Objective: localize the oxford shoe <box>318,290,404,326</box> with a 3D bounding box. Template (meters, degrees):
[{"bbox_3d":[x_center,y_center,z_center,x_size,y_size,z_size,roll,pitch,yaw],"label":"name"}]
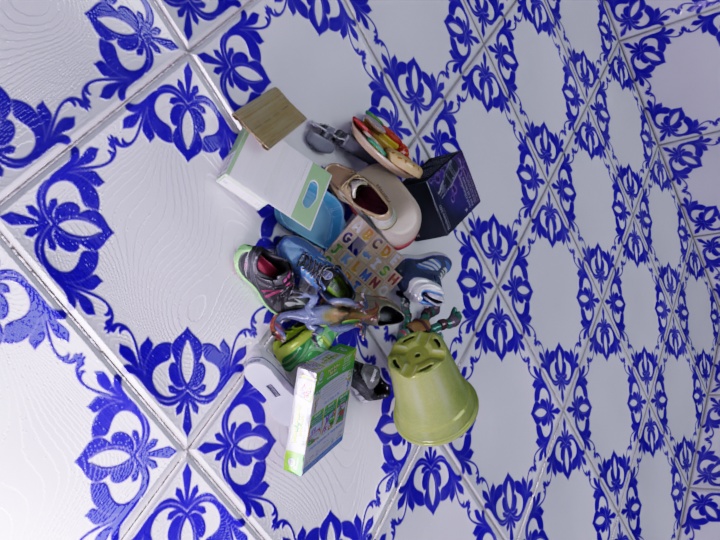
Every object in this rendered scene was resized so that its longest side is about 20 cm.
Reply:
[{"bbox_3d":[0.006,0.082,1.599,0.197,0.075,0.072,2,102,-31],"label":"oxford shoe"}]

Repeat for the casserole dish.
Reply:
[{"bbox_3d":[-0.109,-0.118,1.558,0.199,0.038,0.123,30,61,-43],"label":"casserole dish"}]

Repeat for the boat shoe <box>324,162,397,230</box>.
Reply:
[{"bbox_3d":[-0.002,-0.168,1.587,0.074,0.199,0.067,-49,163,-11],"label":"boat shoe"}]

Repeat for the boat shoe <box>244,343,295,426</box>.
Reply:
[{"bbox_3d":[-0.154,0.216,1.425,0.201,0.070,0.070,57,21,-35],"label":"boat shoe"}]

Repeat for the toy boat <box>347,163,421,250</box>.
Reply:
[{"bbox_3d":[0.046,-0.128,1.682,0.129,0.131,0.201,-28,69,-18],"label":"toy boat"}]

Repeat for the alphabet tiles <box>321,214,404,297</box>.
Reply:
[{"bbox_3d":[0.000,0.000,1.607,0.168,0.008,0.200,-48,127,3],"label":"alphabet tiles"}]

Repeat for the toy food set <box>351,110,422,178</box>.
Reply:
[{"bbox_3d":[0.056,-0.281,1.694,0.197,0.049,0.201,38,19,-12],"label":"toy food set"}]

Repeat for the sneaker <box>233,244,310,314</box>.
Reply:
[{"bbox_3d":[-0.158,0.025,1.440,0.200,0.083,0.078,44,54,-35],"label":"sneaker"}]

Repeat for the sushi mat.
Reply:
[{"bbox_3d":[-0.175,-0.299,1.474,0.096,0.012,0.200,46,33,-8],"label":"sushi mat"}]

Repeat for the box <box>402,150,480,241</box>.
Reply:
[{"bbox_3d":[0.193,-0.185,1.867,0.200,0.103,0.150,-44,116,-44],"label":"box"}]

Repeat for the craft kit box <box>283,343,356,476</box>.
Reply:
[{"bbox_3d":[-0.074,0.258,1.432,0.200,0.048,0.201,-18,122,-68],"label":"craft kit box"}]

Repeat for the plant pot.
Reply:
[{"bbox_3d":[0.141,0.240,1.628,0.201,0.197,0.186,-57,139,-37],"label":"plant pot"}]

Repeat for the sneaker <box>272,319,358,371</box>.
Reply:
[{"bbox_3d":[-0.088,0.135,1.508,0.198,0.074,0.085,-26,124,-29],"label":"sneaker"}]

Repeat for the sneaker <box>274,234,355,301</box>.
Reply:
[{"bbox_3d":[-0.083,-0.003,1.499,0.199,0.089,0.079,37,77,-17],"label":"sneaker"}]

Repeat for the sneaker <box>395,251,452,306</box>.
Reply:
[{"bbox_3d":[0.168,0.032,1.768,0.198,0.081,0.147,0,45,-41],"label":"sneaker"}]

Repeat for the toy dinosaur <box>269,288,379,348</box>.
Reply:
[{"bbox_3d":[-0.076,0.101,1.449,0.200,0.178,0.107,28,60,-68],"label":"toy dinosaur"}]

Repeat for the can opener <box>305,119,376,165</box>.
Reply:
[{"bbox_3d":[-0.045,-0.272,1.663,0.199,0.053,0.068,25,97,-44],"label":"can opener"}]

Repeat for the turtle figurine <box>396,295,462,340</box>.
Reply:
[{"bbox_3d":[0.142,0.125,1.762,0.198,0.101,0.150,-20,58,-45],"label":"turtle figurine"}]

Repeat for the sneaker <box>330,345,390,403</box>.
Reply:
[{"bbox_3d":[-0.004,0.214,1.578,0.200,0.090,0.067,44,53,-35],"label":"sneaker"}]

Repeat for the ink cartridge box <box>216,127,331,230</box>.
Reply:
[{"bbox_3d":[-0.164,-0.180,1.465,0.199,0.048,0.147,35,57,-24],"label":"ink cartridge box"}]
